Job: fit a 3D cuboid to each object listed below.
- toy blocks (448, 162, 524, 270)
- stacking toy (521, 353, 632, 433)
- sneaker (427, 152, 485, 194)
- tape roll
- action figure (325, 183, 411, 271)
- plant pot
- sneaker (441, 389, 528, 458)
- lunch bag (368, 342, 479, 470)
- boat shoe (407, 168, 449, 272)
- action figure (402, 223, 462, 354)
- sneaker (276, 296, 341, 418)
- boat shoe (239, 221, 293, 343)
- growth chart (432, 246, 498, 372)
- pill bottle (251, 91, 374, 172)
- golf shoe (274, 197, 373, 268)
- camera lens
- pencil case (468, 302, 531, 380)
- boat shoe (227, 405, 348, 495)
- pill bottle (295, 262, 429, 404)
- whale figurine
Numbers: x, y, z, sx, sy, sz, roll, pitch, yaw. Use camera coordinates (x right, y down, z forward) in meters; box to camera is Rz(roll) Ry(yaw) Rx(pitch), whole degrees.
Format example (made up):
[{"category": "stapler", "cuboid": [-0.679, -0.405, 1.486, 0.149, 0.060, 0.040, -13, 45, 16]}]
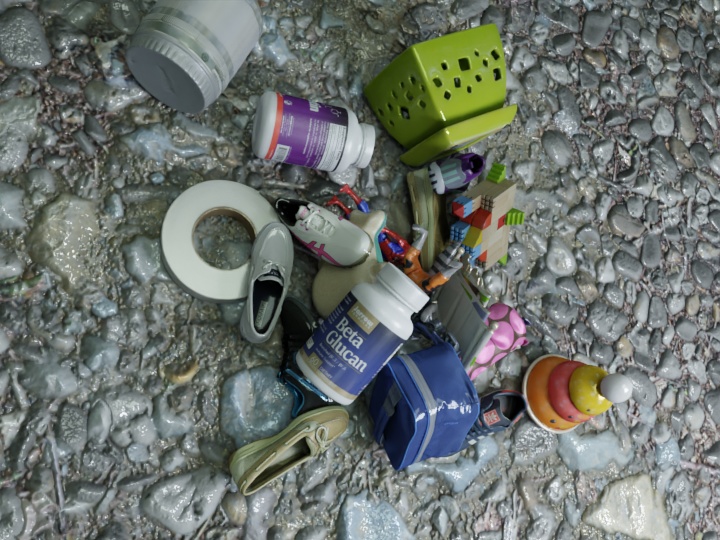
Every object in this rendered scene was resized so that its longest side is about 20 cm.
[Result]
[{"category": "toy blocks", "cuboid": [0.213, -0.072, 1.163, 0.100, 0.201, 0.137, 27, 45, 34]}, {"category": "stacking toy", "cuboid": [0.394, 0.211, 1.143, 0.145, 0.200, 0.147, 5, 75, -19]}, {"category": "sneaker", "cuboid": [0.194, -0.179, 1.169, 0.200, 0.087, 0.075, -34, 107, -60]}, {"category": "tape roll", "cuboid": [-0.223, -0.048, 1.058, 0.202, 0.037, 0.204, 5, 75, -19]}, {"category": "action figure", "cuboid": [0.026, -0.062, 1.145, 0.200, 0.065, 0.052, 43, 35, -6]}, {"category": "plant pot", "cuboid": [0.154, -0.309, 1.189, 0.198, 0.200, 0.182, -23, 92, -25]}, {"category": "sneaker", "cuboid": [0.204, 0.259, 1.121, 0.199, 0.084, 0.075, -26, 87, -25]}, {"category": "lunch bag", "cuboid": [0.085, 0.221, 1.029, 0.132, 0.200, 0.136, -10, 50, -20]}, {"category": "boat shoe", "cuboid": [0.119, -0.088, 1.185, 0.073, 0.063, 0.202, 12, 73, -59]}, {"category": "action figure", "cuboid": [0.120, 0.049, 1.095, 0.104, 0.194, 0.200, -18, 48, -44]}, {"category": "sneaker", "cuboid": [-0.097, 0.140, 1.039, 0.082, 0.073, 0.201, -18, 84, -24]}, {"category": "boat shoe", "cuboid": [-0.139, 0.014, 1.020, 0.073, 0.065, 0.201, 10, 74, -19]}, {"category": "growth chart", "cuboid": [0.168, 0.065, 1.081, 0.018, 0.145, 0.200, 13, 36, -25]}, {"category": "pill bottle", "cuboid": [-0.081, -0.233, 1.119, 0.199, 0.112, 0.113, 8, 74, -20]}, {"category": "golf shoe", "cuboid": [-0.065, -0.062, 1.035, 0.092, 0.200, 0.073, 37, 81, -47]}, {"category": "camera lens", "cuboid": [-0.264, -0.379, 1.057, 0.160, 0.160, 0.201, 31, 68, -11]}, {"category": "pencil case", "cuboid": [0.206, 0.139, 1.152, 0.200, 0.091, 0.094, -31, 89, -23]}, {"category": "boat shoe", "cuboid": [-0.100, 0.274, 0.994, 0.200, 0.063, 0.073, -19, 129, -22]}, {"category": "pill bottle", "cuboid": [0.006, 0.089, 0.960, 0.111, 0.111, 0.200, 40, 94, -8]}, {"category": "whale figurine", "cuboid": [0.000, 0.000, 1.083, 0.104, 0.159, 0.201, 28, 72, -45]}]
